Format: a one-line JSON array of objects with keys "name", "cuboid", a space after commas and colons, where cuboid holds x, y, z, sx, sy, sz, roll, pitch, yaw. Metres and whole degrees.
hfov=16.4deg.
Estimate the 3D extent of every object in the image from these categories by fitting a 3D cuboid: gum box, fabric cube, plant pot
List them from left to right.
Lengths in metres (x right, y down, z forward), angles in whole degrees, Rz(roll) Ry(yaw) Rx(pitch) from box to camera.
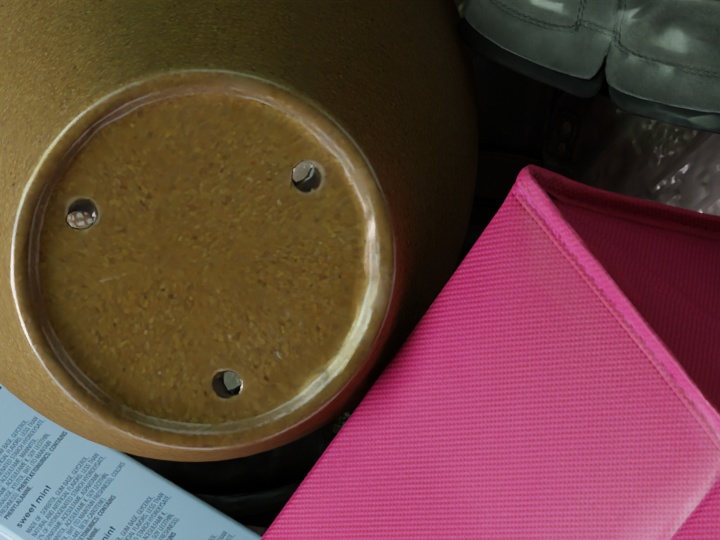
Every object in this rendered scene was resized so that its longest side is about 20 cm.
[{"name": "gum box", "cuboid": [-0.095, 0.101, 0.812, 0.199, 0.170, 0.045, 29, 66, 22]}, {"name": "plant pot", "cuboid": [-0.046, -0.025, 0.679, 0.200, 0.185, 0.187, -114, 42, -77]}, {"name": "fabric cube", "cuboid": [0.094, 0.122, 0.629, 0.200, 0.196, 0.200, -55, 48, 24]}]

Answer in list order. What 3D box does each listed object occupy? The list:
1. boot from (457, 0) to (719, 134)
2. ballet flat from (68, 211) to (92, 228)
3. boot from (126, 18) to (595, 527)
[{"name": "boot", "cuboid": [0.048, -0.123, 0.705, 0.200, 0.070, 0.132, 31, 117, 30]}, {"name": "ballet flat", "cuboid": [-0.182, -0.069, 0.959, 0.065, 0.200, 0.071, -37, 24, 31]}, {"name": "boot", "cuboid": [0.000, 0.000, 0.849, 0.199, 0.069, 0.175, -4, 79, 35]}]
